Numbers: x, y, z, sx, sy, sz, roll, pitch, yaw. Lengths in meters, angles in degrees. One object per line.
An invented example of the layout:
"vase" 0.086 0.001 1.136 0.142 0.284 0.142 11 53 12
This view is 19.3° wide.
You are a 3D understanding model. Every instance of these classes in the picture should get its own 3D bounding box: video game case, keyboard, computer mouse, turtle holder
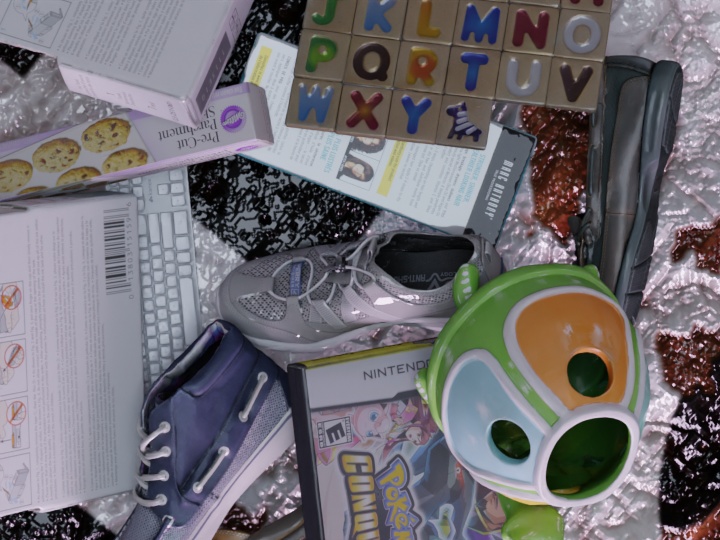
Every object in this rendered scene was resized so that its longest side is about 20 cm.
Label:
"video game case" 0.045 0.147 1.413 0.180 0.025 0.201 -9 96 -28
"keyboard" -0.140 -0.006 1.435 0.056 0.011 0.201 -5 95 -2
"computer mouse" 0.075 -0.207 1.398 0.058 0.034 0.201 2 81 0
"turtle holder" 0.109 0.093 1.344 0.140 0.132 0.186 20 115 -34

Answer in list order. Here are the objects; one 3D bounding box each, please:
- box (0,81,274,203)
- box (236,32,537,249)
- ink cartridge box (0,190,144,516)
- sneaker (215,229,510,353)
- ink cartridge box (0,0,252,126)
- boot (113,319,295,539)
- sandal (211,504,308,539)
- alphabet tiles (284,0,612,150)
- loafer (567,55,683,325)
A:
"box" -0.156 -0.080 1.384 0.199 0.039 0.042 -12 85 15
"box" 0.010 -0.086 1.416 0.199 0.049 0.083 21 93 -4
"ink cartridge box" -0.218 0.056 1.365 0.173 0.043 0.201 -9 101 -43
"sneaker" 0.000 0.000 1.391 0.199 0.082 0.075 -7 59 6
"ink cartridge box" -0.150 -0.208 1.362 0.173 0.044 0.201 17 71 13
"boot" -0.126 0.129 1.390 0.200 0.073 0.090 -51 122 -11
"sandal" -0.092 0.191 1.424 0.200 0.082 0.055 -35 78 1
"alphabet tiles" 0.061 -0.160 1.371 0.199 0.008 0.168 7 75 10
"loafer" 0.169 -0.046 1.425 0.063 0.072 0.201 13 97 17
